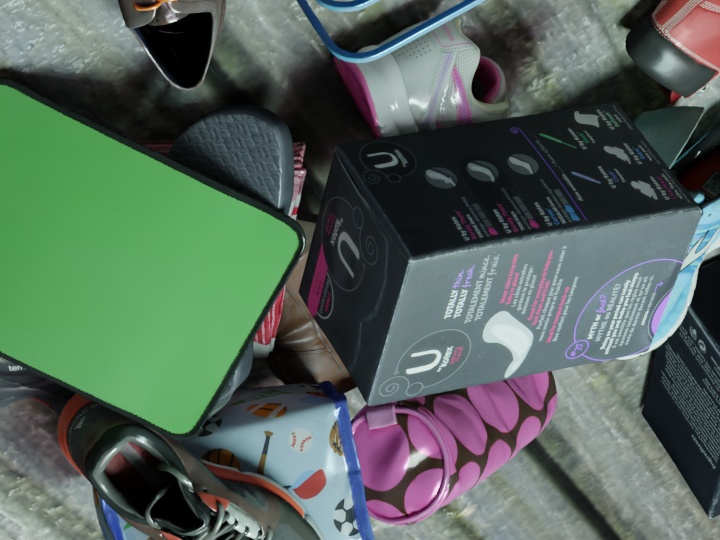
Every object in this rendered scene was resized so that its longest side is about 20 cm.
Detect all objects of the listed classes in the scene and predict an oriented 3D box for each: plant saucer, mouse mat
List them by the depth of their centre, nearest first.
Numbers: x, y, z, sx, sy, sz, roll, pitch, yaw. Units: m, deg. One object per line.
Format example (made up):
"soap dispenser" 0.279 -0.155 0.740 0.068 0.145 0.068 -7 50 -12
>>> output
"mouse mat" -0.148 -0.004 1.478 0.200 0.008 0.161 26 117 -11
"plant saucer" 0.157 -0.035 1.766 0.200 0.036 0.200 -55 178 -2

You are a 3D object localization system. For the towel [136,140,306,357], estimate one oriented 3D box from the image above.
"towel" -0.113 -0.007 1.591 0.144 0.023 0.200 0 143 -9

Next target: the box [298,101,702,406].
"box" 0.080 -0.012 1.576 0.199 0.106 0.122 -10 136 -27

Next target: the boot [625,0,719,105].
"boot" 0.267 -0.160 1.728 0.200 0.073 0.144 7 133 -38

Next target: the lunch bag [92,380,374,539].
"lunch bag" -0.088 0.137 1.718 0.169 0.124 0.200 -10 -172 -8

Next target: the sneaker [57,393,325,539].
"sneaker" -0.096 0.148 1.564 0.200 0.082 0.077 36 99 -24

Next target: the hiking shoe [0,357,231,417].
"hiking shoe" -0.154 0.042 1.573 0.199 0.076 0.101 9 139 -27

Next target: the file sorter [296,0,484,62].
"file sorter" 0.006 -0.220 1.325 0.139 0.123 0.200 -29 151 -6

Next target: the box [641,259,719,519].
"box" 0.339 0.067 2.091 0.196 0.118 0.200 -23 149 -17

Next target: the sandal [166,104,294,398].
"sandal" -0.079 -0.017 1.518 0.043 0.076 0.200 -46 159 -47

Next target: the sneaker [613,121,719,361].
"sneaker" 0.206 -0.028 1.833 0.200 0.078 0.090 -51 153 -17

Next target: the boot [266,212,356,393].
"boot" 0.000 0.000 1.724 0.186 0.064 0.200 -31 147 1

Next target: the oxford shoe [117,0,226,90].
"oxford shoe" -0.099 -0.167 1.341 0.071 0.073 0.200 -11 150 4

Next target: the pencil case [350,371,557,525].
"pencil case" 0.060 0.100 1.833 0.091 0.094 0.200 0 -164 25

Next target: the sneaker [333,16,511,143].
"sneaker" 0.055 -0.084 1.623 0.088 0.081 0.200 -30 152 0
